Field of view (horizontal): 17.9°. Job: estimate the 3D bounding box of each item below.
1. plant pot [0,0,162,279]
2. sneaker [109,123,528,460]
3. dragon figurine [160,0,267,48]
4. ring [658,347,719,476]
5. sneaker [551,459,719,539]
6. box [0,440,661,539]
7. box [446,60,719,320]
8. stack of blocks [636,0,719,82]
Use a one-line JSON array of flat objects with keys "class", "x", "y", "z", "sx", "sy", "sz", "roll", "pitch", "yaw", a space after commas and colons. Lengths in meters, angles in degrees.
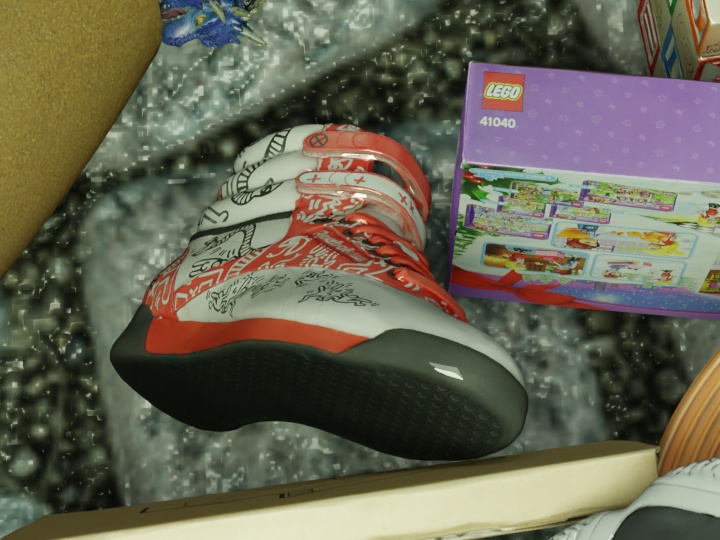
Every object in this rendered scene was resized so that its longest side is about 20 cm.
[{"class": "plant pot", "x": -0.172, "y": -0.059, "z": 0.788, "sx": 0.186, "sy": 0.187, "sz": 0.200, "roll": 44, "pitch": 64, "yaw": 12}, {"class": "sneaker", "x": -0.001, "y": -0.001, "z": 0.760, "sx": 0.067, "sy": 0.201, "sz": 0.108, "roll": 42, "pitch": 67, "yaw": -27}, {"class": "dragon figurine", "x": -0.002, "y": -0.151, "z": 0.863, "sx": 0.199, "sy": 0.059, "sz": 0.100, "roll": -20, "pitch": 74, "yaw": -13}, {"class": "ring", "x": 0.183, "y": 0.065, "z": 0.749, "sx": 0.200, "sy": 0.201, "sz": 0.019, "roll": -19, "pitch": 33, "yaw": -6}, {"class": "sneaker", "x": 0.069, "y": 0.140, "z": 0.644, "sx": 0.075, "sy": 0.200, "sz": 0.114, "roll": 21, "pitch": 45, "yaw": -36}, {"class": "box", "x": -0.012, "y": 0.079, "z": 0.740, "sx": 0.199, "sy": 0.163, "sz": 0.021, "roll": -9, "pitch": 87, "yaw": -2}, {"class": "box", "x": 0.131, "y": -0.020, "z": 0.782, "sx": 0.199, "sy": 0.137, "sz": 0.039, "roll": 5, "pitch": 71, "yaw": 1}, {"class": "stack of blocks", "x": 0.126, "y": -0.162, "z": 0.839, "sx": 0.058, "sy": 0.115, "sz": 0.201, "roll": -9, "pitch": 72, "yaw": -3}]
